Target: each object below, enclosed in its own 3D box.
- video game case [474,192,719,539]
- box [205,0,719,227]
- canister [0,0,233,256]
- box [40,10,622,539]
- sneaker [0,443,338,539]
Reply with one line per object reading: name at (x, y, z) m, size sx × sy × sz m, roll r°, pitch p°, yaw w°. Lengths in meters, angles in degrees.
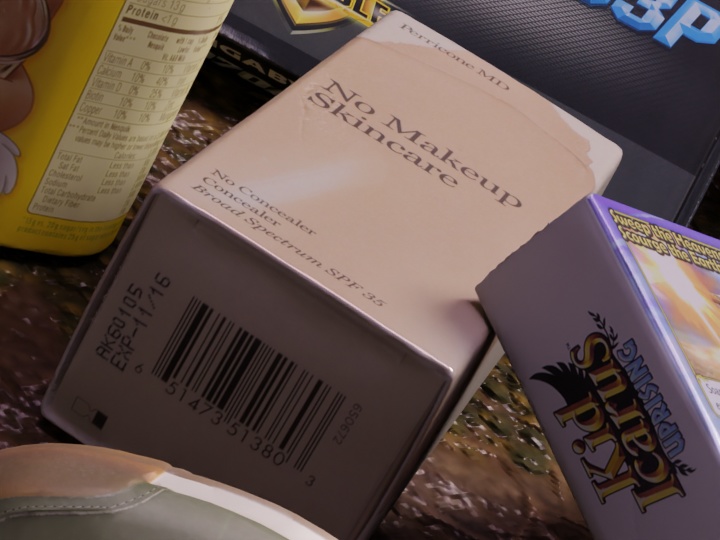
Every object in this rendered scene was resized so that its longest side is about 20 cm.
video game case at (0.135, 0.081, 0.634) m, size 0.200 × 0.045 × 0.181 m, roll 16°, pitch 42°, yaw -49°
box at (0.051, -0.109, 0.856) m, size 0.200 × 0.159 × 0.046 m, roll 29°, pitch -12°, yaw 0°
canister at (-0.079, -0.123, 0.691) m, size 0.086 × 0.200 × 0.149 m, roll 10°, pitch 31°, yaw -35°
box at (0.000, 0.000, 0.689) m, size 0.095 × 0.078 × 0.200 m, roll 32°, pitch 26°, yaw 5°
sneaker at (-0.008, 0.109, 0.490) m, size 0.200 × 0.067 × 0.090 m, roll 31°, pitch 20°, yaw -3°
